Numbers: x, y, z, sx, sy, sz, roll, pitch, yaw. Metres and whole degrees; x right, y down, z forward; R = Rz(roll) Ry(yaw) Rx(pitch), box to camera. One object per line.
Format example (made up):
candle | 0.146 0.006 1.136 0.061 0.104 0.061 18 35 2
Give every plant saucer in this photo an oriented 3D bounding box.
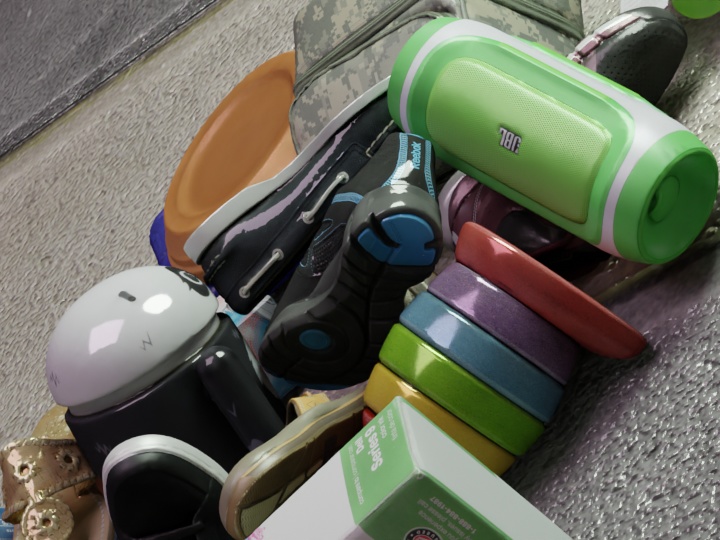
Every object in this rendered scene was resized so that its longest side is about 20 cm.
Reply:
plant saucer | -0.078 -0.082 2.008 0.200 0.037 0.201 -42 25 24

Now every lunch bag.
lunch bag | 0.051 -0.118 1.851 0.200 0.139 0.169 -30 50 42

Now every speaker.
speaker | 0.110 -0.078 1.639 0.199 0.088 0.089 31 81 35

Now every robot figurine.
robot figurine | -0.110 0.093 1.746 0.150 0.201 0.125 -26 15 19

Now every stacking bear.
stacking bear | 0.051 0.084 1.611 0.201 0.113 0.121 -56 25 -1

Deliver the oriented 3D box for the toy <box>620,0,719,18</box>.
toy | 0.221 -0.223 1.797 0.115 0.047 0.201 -34 24 29

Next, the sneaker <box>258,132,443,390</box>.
sneaker | 0.000 0.000 1.693 0.200 0.073 0.082 -52 24 45

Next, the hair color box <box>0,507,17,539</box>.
hair color box | -0.207 0.250 1.766 0.100 0.060 0.200 -68 31 28

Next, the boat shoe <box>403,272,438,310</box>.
boat shoe | -0.005 0.005 1.779 0.065 0.072 0.200 -39 49 -14

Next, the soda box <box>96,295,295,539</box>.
soda box | -0.127 0.098 1.883 0.200 0.064 0.068 -42 23 -12

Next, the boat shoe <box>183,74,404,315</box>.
boat shoe | -0.016 -0.053 1.740 0.200 0.060 0.076 -40 -8 10

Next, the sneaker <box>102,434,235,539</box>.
sneaker | -0.085 0.194 1.602 0.073 0.201 0.112 -22 36 6

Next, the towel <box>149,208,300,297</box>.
towel | -0.088 -0.030 2.064 0.148 0.049 0.200 -49 23 13

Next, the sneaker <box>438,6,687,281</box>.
sneaker | 0.142 -0.060 1.707 0.200 0.076 0.116 -47 41 10

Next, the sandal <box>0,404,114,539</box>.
sandal | -0.203 0.129 1.766 0.077 0.070 0.212 -30 26 13

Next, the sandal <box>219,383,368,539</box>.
sandal | -0.032 0.107 1.648 0.054 0.200 0.081 22 111 26

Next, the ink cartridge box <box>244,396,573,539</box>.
ink cartridge box | 0.005 0.190 1.492 0.200 0.145 0.088 -45 25 13
